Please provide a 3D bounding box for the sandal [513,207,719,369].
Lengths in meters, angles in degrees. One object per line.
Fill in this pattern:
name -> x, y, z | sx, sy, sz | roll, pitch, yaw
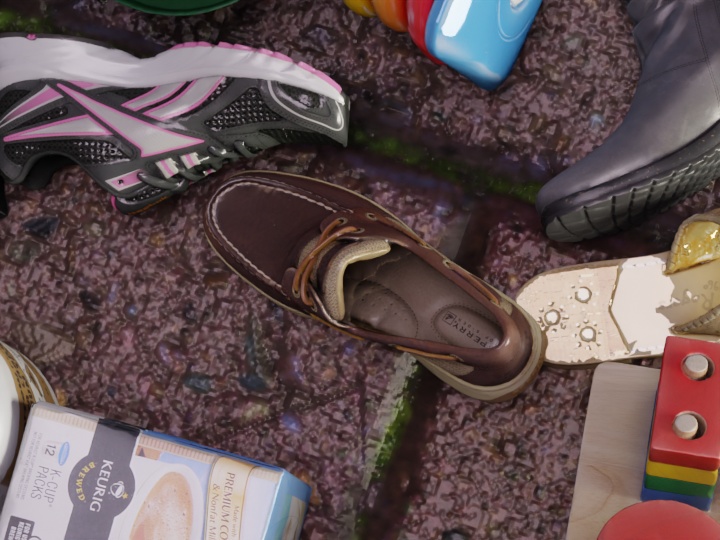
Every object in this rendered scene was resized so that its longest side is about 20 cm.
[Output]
sandal -> 0.179, 0.005, 1.489 | 0.211, 0.070, 0.078 | -14, 80, 4

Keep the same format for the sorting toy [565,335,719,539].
sorting toy -> 0.200, 0.127, 1.420 | 0.200, 0.070, 0.199 | 9, 52, 5

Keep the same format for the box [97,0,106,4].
box -> -0.184, -0.254, 1.585 | 0.200, 0.038, 0.137 | 32, 86, 10

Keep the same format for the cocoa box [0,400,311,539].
cocoa box -> -0.115, 0.180, 1.463 | 0.131, 0.133, 0.200 | 15, 84, 7

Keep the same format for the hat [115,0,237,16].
hat -> -0.122, -0.222, 1.448 | 0.200, 0.176, 0.166 | -44, 66, 8

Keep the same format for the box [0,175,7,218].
box -> -0.296, -0.088, 1.555 | 0.200, 0.079, 0.141 | -8, 83, 5

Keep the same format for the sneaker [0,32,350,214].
sneaker -> -0.099, -0.069, 1.533 | 0.200, 0.080, 0.087 | 4, 82, 19

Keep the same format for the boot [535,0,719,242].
boot -> 0.153, -0.109, 1.518 | 0.200, 0.070, 0.132 | -29, 76, -10

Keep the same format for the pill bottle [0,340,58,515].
pill bottle -> -0.220, 0.076, 1.457 | 0.114, 0.200, 0.115 | -1, 82, 6

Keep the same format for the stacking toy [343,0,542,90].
stacking toy -> -0.001, -0.179, 1.534 | 0.200, 0.116, 0.110 | 21, 89, 23

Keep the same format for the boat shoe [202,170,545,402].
boat shoe -> 0.000, 0.000, 1.500 | 0.200, 0.072, 0.072 | 31, 87, 21
